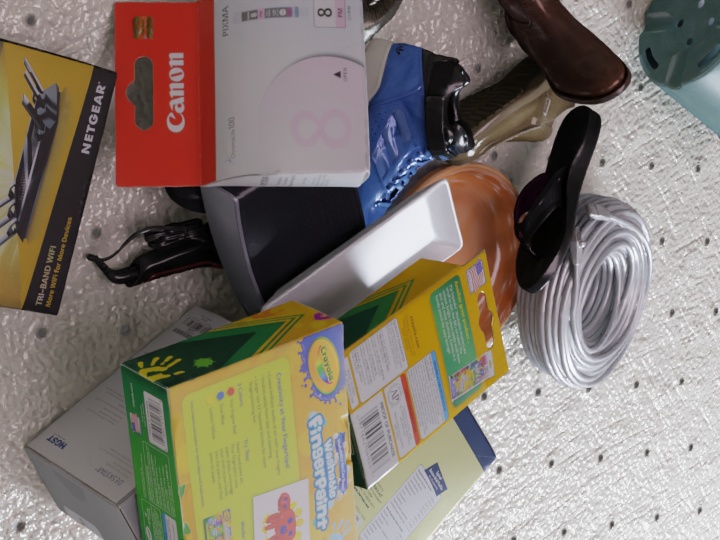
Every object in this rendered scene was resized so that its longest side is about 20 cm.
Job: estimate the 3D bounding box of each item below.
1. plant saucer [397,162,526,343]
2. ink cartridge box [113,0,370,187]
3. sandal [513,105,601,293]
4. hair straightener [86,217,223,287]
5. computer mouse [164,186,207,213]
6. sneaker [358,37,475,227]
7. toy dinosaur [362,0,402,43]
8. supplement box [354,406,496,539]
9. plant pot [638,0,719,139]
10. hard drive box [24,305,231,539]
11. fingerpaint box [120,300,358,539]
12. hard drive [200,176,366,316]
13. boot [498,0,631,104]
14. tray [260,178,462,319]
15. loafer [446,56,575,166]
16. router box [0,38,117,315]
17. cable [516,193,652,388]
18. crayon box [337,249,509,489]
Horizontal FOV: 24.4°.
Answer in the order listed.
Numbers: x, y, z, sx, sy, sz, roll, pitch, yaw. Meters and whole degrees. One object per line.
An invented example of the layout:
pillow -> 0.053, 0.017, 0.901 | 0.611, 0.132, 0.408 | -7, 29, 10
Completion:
plant saucer -> 0.085, -0.009, 1.634 | 0.199, 0.037, 0.203 | -13, 110, -38
ink cartridge box -> -0.094, -0.147, 1.319 | 0.197, 0.057, 0.165 | 1, 74, -12
sandal -> 0.182, -0.074, 1.640 | 0.048, 0.075, 0.202 | 25, 71, -23
hair straightener -> -0.141, -0.035, 1.421 | 0.198, 0.041, 0.078 | -12, 136, -31
computer mouse -> -0.089, -0.094, 1.427 | 0.199, 0.059, 0.034 | -24, 149, -46
sneaker -> 0.044, -0.102, 1.509 | 0.077, 0.110, 0.202 | -14, 116, -77
toy dinosaur -> -0.025, -0.210, 1.413 | 0.103, 0.197, 0.078 | -70, 161, -55
supplement box -> -0.013, 0.161, 1.533 | 0.200, 0.134, 0.201 | -47, 129, -20
plant pot -> 0.411, -0.224, 1.760 | 0.195, 0.199, 0.202 | 24, 87, -35
hard drive box -> -0.155, 0.135, 1.388 | 0.200, 0.155, 0.077 | -39, 125, -25
fingerpaint box -> -0.091, 0.146, 1.293 | 0.166, 0.073, 0.202 | -20, 116, -35
hard drive -> -0.057, -0.037, 1.412 | 0.134, 0.042, 0.201 | -33, 144, -14
boot -> 0.155, -0.258, 1.527 | 0.064, 0.186, 0.200 | -41, 131, -6
tray -> 0.000, 0.000, 1.451 | 0.199, 0.022, 0.108 | -36, 148, -11
loafer -> 0.152, -0.151, 1.622 | 0.199, 0.076, 0.068 | -36, 117, -28
router box -> -0.286, -0.077, 1.278 | 0.156, 0.052, 0.202 | 10, 96, -42
cable -> 0.233, 0.021, 1.729 | 0.199, 0.069, 0.202 | -2, 107, -55
crayon box -> 0.039, 0.078, 1.418 | 0.199, 0.051, 0.127 | -34, 121, -38
